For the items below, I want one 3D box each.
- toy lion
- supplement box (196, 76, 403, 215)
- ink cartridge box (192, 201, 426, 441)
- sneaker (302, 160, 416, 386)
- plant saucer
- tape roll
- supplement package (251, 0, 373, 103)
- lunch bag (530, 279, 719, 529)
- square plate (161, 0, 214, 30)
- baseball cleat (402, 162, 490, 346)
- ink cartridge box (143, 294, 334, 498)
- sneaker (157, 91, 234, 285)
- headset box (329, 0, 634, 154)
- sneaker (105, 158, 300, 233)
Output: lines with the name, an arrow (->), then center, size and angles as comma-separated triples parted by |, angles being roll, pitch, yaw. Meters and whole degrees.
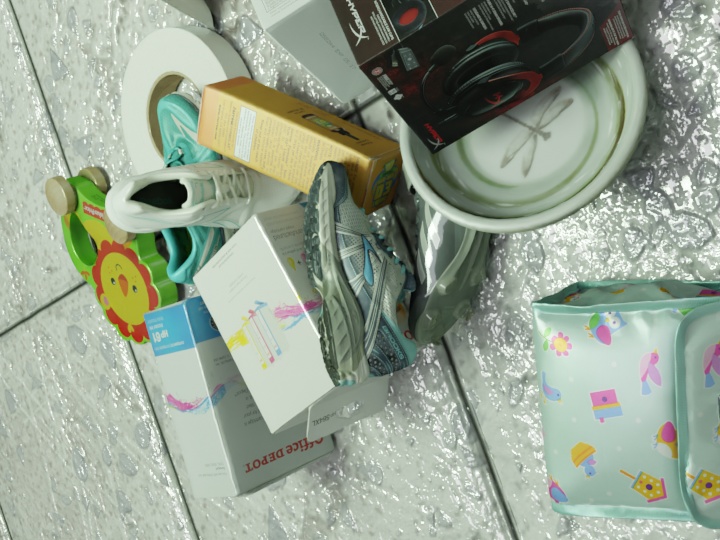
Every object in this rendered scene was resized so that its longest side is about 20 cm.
toy lion -> -0.296, -0.011, 1.288 | 0.199, 0.068, 0.194 | 22, 123, 37
supplement box -> -0.059, -0.120, 1.007 | 0.199, 0.066, 0.069 | 25, 118, 25
ink cartridge box -> -0.043, 0.051, 1.017 | 0.125, 0.128, 0.201 | -40, 74, 41
sneaker -> 0.000, 0.000, 0.923 | 0.078, 0.085, 0.202 | 126, 137, -69
plant saucer -> 0.129, -0.117, 0.833 | 0.198, 0.050, 0.202 | -10, 66, 23
tape roll -> -0.188, -0.165, 1.155 | 0.201, 0.037, 0.205 | 13, 109, 39
supplement package -> -0.016, -0.275, 0.835 | 0.150, 0.152, 0.201 | -29, 69, 14
lunch bag -> 0.238, 0.093, 0.776 | 0.198, 0.122, 0.172 | -1, 98, 34
square plate -> -0.253, -0.340, 1.076 | 0.198, 0.200, 0.029 | 45, 102, 25
baseball cleat -> 0.073, -0.038, 0.938 | 0.106, 0.069, 0.202 | 36, 114, 37
ink cartridge box -> -0.124, 0.119, 1.097 | 0.084, 0.144, 0.202 | -17, 89, 43
sneaker -> -0.179, -0.083, 1.091 | 0.077, 0.079, 0.202 | -2, 100, 42
headset box -> 0.099, -0.189, 0.760 | 0.199, 0.149, 0.076 | -29, 62, 13
sneaker -> -0.146, -0.073, 1.034 | 0.080, 0.198, 0.071 | 172, 86, -71
